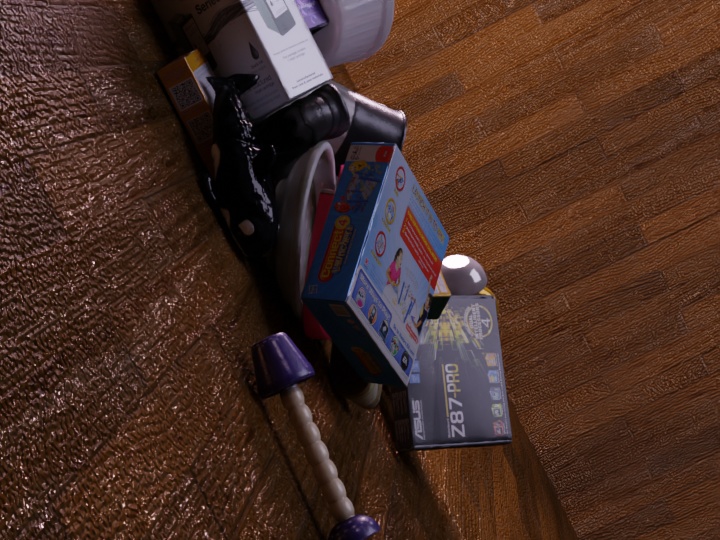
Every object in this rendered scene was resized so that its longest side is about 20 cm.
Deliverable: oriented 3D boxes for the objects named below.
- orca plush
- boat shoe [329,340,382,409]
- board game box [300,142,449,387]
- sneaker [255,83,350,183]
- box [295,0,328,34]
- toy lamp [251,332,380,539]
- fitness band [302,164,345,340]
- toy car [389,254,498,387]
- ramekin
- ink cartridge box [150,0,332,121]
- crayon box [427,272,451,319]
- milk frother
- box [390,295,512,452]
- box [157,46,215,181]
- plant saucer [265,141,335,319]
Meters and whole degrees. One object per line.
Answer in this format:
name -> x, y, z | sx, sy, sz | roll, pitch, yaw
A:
orca plush -> -0.106, -0.119, 1.526 | 0.105, 0.071, 0.202 | 24, 57, -46
boat shoe -> 0.006, 0.061, 1.717 | 0.063, 0.073, 0.202 | 44, 42, -57
board game box -> 0.021, -0.005, 1.598 | 0.200, 0.055, 0.197 | 56, 45, -52
sneaker -> -0.095, -0.152, 1.689 | 0.076, 0.090, 0.200 | 61, -36, 7
box -> -0.156, -0.361, 1.807 | 0.148, 0.104, 0.201 | -31, 98, -45
toy lamp -> -0.044, 0.153, 1.321 | 0.201, 0.058, 0.058 | 66, 8, 5
fitness band -> -0.032, -0.021, 1.645 | 0.144, 0.037, 0.202 | 74, 26, -78
toy car -> 0.087, 0.063, 2.047 | 0.150, 0.199, 0.176 | 39, -38, 52
ramekin -> -0.060, -0.359, 1.906 | 0.097, 0.200, 0.202 | -30, 96, -39
ink cartridge box -> -0.143, -0.275, 1.674 | 0.084, 0.146, 0.201 | -33, 97, -42
crayon box -> 0.000, 0.000, 1.821 | 0.052, 0.199, 0.126 | 116, -35, -43
milk frother -> -0.068, -0.142, 1.878 | 0.187, 0.180, 0.201 | 23, 60, -22
box -> 0.114, 0.134, 1.910 | 0.049, 0.160, 0.202 | -23, -111, 58
box -> -0.155, -0.145, 1.608 | 0.119, 0.041, 0.201 | -82, 148, -76
plant saucer -> -0.071, -0.047, 1.629 | 0.200, 0.050, 0.202 | 8, 90, -83
